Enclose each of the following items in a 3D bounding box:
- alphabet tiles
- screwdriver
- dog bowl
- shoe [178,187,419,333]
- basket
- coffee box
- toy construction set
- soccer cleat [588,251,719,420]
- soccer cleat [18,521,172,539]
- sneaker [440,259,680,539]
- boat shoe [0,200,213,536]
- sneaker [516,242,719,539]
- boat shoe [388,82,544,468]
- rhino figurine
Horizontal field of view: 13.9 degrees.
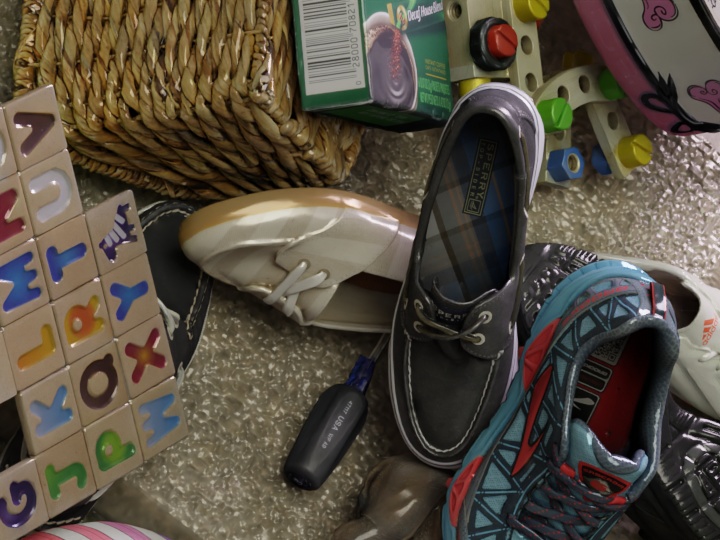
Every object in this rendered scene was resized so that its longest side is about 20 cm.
[{"bbox_3d":[-0.160,0.022,1.403,0.167,0.008,0.200,-30,116,-42],"label":"alphabet tiles"},{"bbox_3d":[0.009,0.036,1.584,0.029,0.028,0.200,17,56,16],"label":"screwdriver"},{"bbox_3d":[0.176,-0.163,1.640,0.200,0.074,0.200,46,31,-38],"label":"dog bowl"},{"bbox_3d":[0.000,0.000,1.538,0.200,0.070,0.053,8,57,-28],"label":"shoe"},{"bbox_3d":[-0.083,-0.138,1.566,0.149,0.143,0.200,-8,64,22],"label":"basket"},{"bbox_3d":[0.002,-0.176,1.529,0.044,0.123,0.200,-7,84,22],"label":"coffee box"},{"bbox_3d":[0.087,-0.144,1.626,0.131,0.092,0.200,-2,70,-46],"label":"toy construction set"},{"bbox_3d":[0.188,0.038,1.619,0.200,0.078,0.069,16,67,-16],"label":"soccer cleat"},{"bbox_3d":[-0.085,0.170,1.458,0.200,0.076,0.067,14,96,-20],"label":"soccer cleat"},{"bbox_3d":[0.100,0.094,1.460,0.079,0.096,0.200,16,98,-16],"label":"sneaker"},{"bbox_3d":[-0.123,0.043,1.502,0.074,0.060,0.200,35,63,-8],"label":"boat shoe"},{"bbox_3d":[0.129,0.075,1.567,0.076,0.091,0.200,-40,102,-32],"label":"sneaker"},{"bbox_3d":[0.053,0.006,1.486,0.070,0.066,0.200,15,100,9],"label":"boat shoe"},{"bbox_3d":[0.076,0.165,1.541,0.200,0.060,0.087,29,67,-12],"label":"rhino figurine"}]
